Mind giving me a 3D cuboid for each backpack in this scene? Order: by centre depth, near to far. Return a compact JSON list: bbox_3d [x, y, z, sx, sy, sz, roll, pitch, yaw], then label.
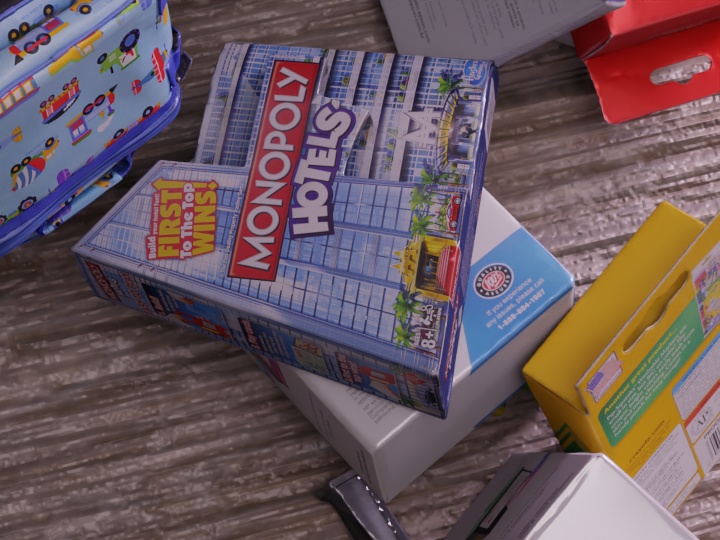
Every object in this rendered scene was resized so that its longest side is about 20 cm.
[{"bbox_3d":[-0.177,-0.085,1.077,0.182,0.201,0.134,-37,63,-24],"label":"backpack"}]

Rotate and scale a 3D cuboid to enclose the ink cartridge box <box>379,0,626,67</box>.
[{"bbox_3d":[0.074,-0.223,1.199,0.040,0.199,0.201,-15,86,-44],"label":"ink cartridge box"}]

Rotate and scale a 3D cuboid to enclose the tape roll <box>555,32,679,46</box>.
[{"bbox_3d":[0.151,-0.233,1.287,0.201,0.037,0.205,1,84,-10],"label":"tape roll"}]

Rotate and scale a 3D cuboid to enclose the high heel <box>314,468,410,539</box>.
[{"bbox_3d":[-0.035,0.216,1.180,0.199,0.071,0.143,-32,83,-21],"label":"high heel"}]

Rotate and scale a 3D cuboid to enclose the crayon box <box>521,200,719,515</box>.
[{"bbox_3d":[0.160,0.051,1.178,0.051,0.200,0.126,34,75,32],"label":"crayon box"}]

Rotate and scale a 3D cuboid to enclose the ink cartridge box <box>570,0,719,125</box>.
[{"bbox_3d":[0.168,-0.197,1.233,0.115,0.067,0.201,-17,87,-11],"label":"ink cartridge box"}]

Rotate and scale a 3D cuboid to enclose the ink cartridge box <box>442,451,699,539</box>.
[{"bbox_3d":[0.131,0.173,1.153,0.145,0.200,0.084,42,81,-3],"label":"ink cartridge box"}]

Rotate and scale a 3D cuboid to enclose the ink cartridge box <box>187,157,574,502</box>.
[{"bbox_3d":[0.000,0.000,1.174,0.144,0.085,0.200,-39,67,-12],"label":"ink cartridge box"}]

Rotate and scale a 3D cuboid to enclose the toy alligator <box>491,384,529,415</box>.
[{"bbox_3d":[0.082,0.052,1.231,0.198,0.054,0.060,11,82,-8],"label":"toy alligator"}]

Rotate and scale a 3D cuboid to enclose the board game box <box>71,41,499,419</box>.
[{"bbox_3d":[-0.040,-0.035,1.114,0.198,0.062,0.201,5,65,9],"label":"board game box"}]
